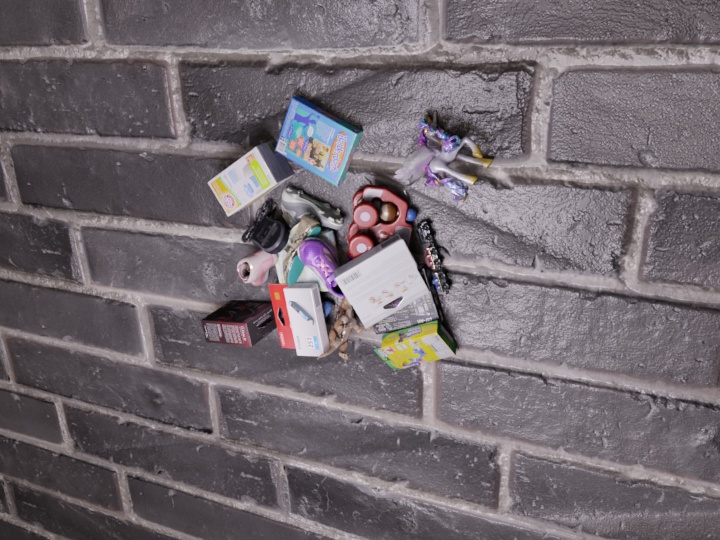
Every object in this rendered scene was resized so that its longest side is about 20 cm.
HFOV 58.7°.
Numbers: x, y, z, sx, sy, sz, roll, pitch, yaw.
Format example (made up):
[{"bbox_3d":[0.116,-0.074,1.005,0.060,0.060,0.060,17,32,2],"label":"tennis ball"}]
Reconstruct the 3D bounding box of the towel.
[{"bbox_3d":[-0.150,-0.027,1.770,0.196,0.048,0.174,-1,113,24],"label":"towel"}]

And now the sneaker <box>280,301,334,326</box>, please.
[{"bbox_3d":[-0.162,0.133,1.845,0.199,0.075,0.089,-37,93,30],"label":"sneaker"}]

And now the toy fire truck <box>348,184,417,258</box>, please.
[{"bbox_3d":[0.056,-0.117,1.639,0.164,0.113,0.203,6,116,-5],"label":"toy fire truck"}]

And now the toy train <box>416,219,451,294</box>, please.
[{"bbox_3d":[0.186,-0.031,1.645,0.045,0.034,0.203,-13,105,31],"label":"toy train"}]

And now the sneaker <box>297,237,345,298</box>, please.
[{"bbox_3d":[-0.084,-0.001,1.666,0.080,0.089,0.201,-39,119,2],"label":"sneaker"}]

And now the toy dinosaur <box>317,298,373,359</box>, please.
[{"bbox_3d":[-0.052,0.160,1.764,0.085,0.135,0.202,33,91,-30],"label":"toy dinosaur"}]

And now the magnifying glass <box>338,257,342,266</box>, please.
[{"bbox_3d":[-0.137,-0.049,1.791,0.199,0.022,0.080,36,121,8],"label":"magnifying glass"}]

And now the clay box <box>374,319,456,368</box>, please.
[{"bbox_3d":[0.145,0.204,1.724,0.197,0.048,0.115,-17,134,29],"label":"clay box"}]

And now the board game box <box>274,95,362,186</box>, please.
[{"bbox_3d":[-0.109,-0.333,1.648,0.198,0.045,0.154,31,119,10],"label":"board game box"}]

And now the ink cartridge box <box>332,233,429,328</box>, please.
[{"bbox_3d":[0.055,0.028,1.630,0.198,0.044,0.175,-29,120,3],"label":"ink cartridge box"}]

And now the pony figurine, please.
[{"bbox_3d":[0.184,-0.253,1.506,0.199,0.167,0.194,36,89,10],"label":"pony figurine"}]

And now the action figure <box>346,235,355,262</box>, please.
[{"bbox_3d":[0.000,0.000,1.702,0.065,0.051,0.203,-28,70,29],"label":"action figure"}]

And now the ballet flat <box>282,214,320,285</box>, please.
[{"bbox_3d":[-0.168,-0.061,1.705,0.075,0.067,0.202,40,119,27],"label":"ballet flat"}]

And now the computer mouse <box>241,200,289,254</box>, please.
[{"bbox_3d":[-0.240,-0.100,1.729,0.052,0.200,0.140,35,91,-37],"label":"computer mouse"}]

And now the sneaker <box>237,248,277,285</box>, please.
[{"bbox_3d":[-0.309,0.001,1.806,0.076,0.104,0.200,57,148,6],"label":"sneaker"}]

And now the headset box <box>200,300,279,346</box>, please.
[{"bbox_3d":[-0.342,0.153,1.879,0.197,0.148,0.076,2,112,31],"label":"headset box"}]

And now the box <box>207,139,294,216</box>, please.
[{"bbox_3d":[-0.297,-0.248,1.733,0.198,0.101,0.114,-27,98,30],"label":"box"}]

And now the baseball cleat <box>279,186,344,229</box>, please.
[{"bbox_3d":[-0.132,-0.145,1.729,0.198,0.069,0.108,34,124,20],"label":"baseball cleat"}]

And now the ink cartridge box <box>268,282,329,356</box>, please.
[{"bbox_3d":[-0.182,0.138,1.791,0.173,0.045,0.204,-1,108,30],"label":"ink cartridge box"}]

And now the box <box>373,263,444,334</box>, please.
[{"bbox_3d":[0.110,0.079,1.718,0.197,0.044,0.163,-12,105,28],"label":"box"}]
